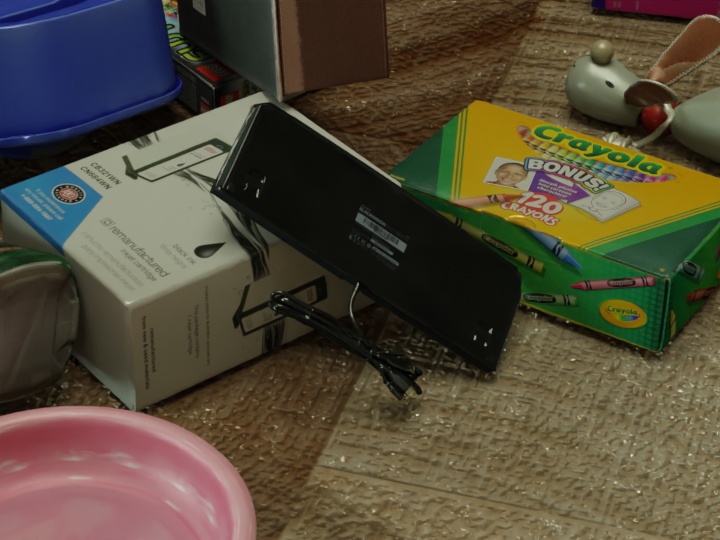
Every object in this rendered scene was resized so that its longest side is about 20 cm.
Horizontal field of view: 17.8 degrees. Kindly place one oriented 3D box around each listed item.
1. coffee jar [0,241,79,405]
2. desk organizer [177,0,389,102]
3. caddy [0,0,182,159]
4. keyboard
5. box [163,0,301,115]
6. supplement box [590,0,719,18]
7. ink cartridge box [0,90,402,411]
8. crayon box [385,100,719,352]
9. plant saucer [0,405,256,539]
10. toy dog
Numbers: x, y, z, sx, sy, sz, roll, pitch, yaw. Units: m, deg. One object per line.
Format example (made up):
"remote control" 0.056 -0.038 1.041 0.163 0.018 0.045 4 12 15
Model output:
"coffee jar" -0.267 0.014 1.317 0.200 0.086 0.104 13 15 29
"desk organizer" -0.055 -0.173 1.506 0.077 0.072 0.200 -11 21 -20
"caddy" -0.208 -0.127 1.516 0.141 0.105 0.200 9 22 37
"keyboard" 0.000 0.000 1.324 0.200 0.021 0.127 33 54 -14
"box" -0.116 -0.174 1.640 0.110 0.035 0.200 -25 43 -30
"supplement box" 0.276 -0.246 1.684 0.199 0.104 0.101 8 36 8
"ink cartridge box" -0.094 -0.018 1.384 0.200 0.084 0.146 -25 43 -30
"crayon box" 0.125 -0.031 1.421 0.200 0.058 0.119 20 38 26
"plant saucer" -0.153 0.150 1.184 0.200 0.051 0.201 0 37 0
"toy dog" 0.230 -0.117 1.511 0.199 0.097 0.132 7 36 10
